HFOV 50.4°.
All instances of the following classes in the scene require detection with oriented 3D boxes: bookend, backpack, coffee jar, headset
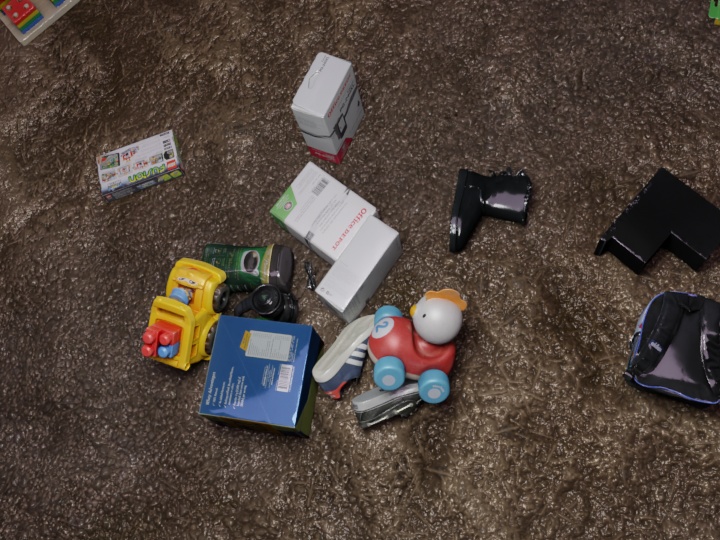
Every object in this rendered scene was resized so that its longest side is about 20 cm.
[{"bbox_3d":[0.609,-0.059,1.525,0.199,0.092,0.199,41,82,19],"label":"bookend"},{"bbox_3d":[0.593,0.143,1.423,0.195,0.154,0.195,16,81,8],"label":"backpack"},{"bbox_3d":[-0.241,-0.003,1.647,0.194,0.086,0.107,2,68,11],"label":"coffee jar"},{"bbox_3d":[-0.173,0.058,1.578,0.196,0.123,0.096,-24,63,24],"label":"headset"}]

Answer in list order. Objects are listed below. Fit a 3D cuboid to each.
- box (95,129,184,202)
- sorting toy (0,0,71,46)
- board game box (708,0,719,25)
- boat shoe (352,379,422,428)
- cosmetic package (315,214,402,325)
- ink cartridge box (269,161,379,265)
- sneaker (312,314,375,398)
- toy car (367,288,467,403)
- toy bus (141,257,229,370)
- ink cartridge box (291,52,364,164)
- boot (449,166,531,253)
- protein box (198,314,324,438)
[{"bbox_3d":[-0.522,-0.247,1.811,0.195,0.035,0.113,-19,68,2],"label":"box"},{"bbox_3d":[-0.881,-0.735,2.030,0.199,0.070,0.199,-42,69,-7],"label":"sorting toy"},{"bbox_3d":[0.881,-0.582,1.707,0.195,0.030,0.098,15,72,11],"label":"board game box"},{"bbox_3d":[0.081,0.254,1.517,0.195,0.071,0.065,-19,100,-7],"label":"boat shoe"},{"bbox_3d":[0.000,0.000,1.594,0.080,0.113,0.202,34,80,18],"label":"cosmetic package"},{"bbox_3d":[-0.074,-0.115,1.661,0.198,0.085,0.147,37,80,19],"label":"ink cartridge box"},{"bbox_3d":[-0.015,0.177,1.560,0.200,0.086,0.074,-44,28,-28],"label":"sneaker"},{"bbox_3d":[0.118,0.103,1.442,0.172,0.203,0.186,17,33,-10],"label":"toy car"},{"bbox_3d":[-0.368,0.096,1.545,0.132,0.192,0.205,16,106,15],"label":"toy bus"},{"bbox_3d":[-0.067,-0.353,1.685,0.082,0.201,0.148,21,74,16],"label":"ink cartridge box"},{"bbox_3d":[0.274,-0.125,1.619,0.158,0.074,0.203,9,71,9],"label":"boot"},{"bbox_3d":[-0.192,0.213,1.533,0.194,0.135,0.204,5,71,11],"label":"protein box"}]
